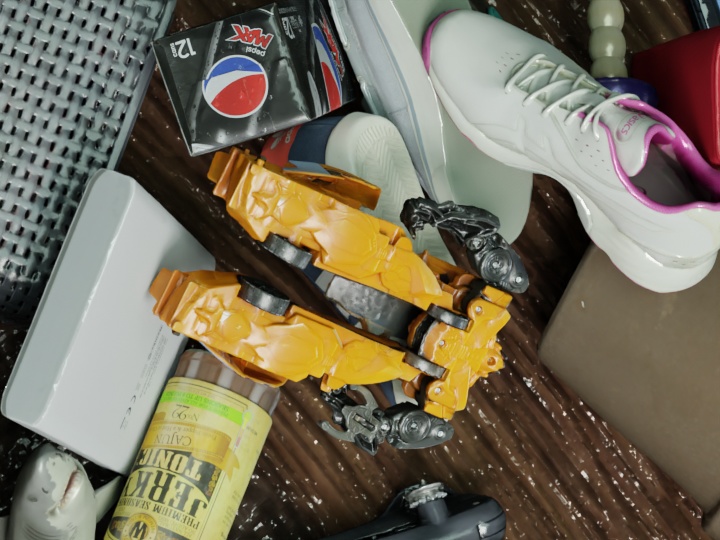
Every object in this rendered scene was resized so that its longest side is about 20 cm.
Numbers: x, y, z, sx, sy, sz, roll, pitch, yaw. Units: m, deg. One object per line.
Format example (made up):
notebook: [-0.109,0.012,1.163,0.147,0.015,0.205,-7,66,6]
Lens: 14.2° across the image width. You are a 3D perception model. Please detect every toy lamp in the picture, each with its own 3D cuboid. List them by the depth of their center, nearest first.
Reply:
toy lamp: [0.138,-0.149,1.637,0.058,0.058,0.201,2,71,-17]

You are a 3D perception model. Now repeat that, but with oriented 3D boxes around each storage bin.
storage bin: [-0.178,-0.078,1.523,0.093,0.135,0.201,22,83,-14]

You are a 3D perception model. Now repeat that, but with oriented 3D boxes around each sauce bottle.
sauce bottle: [-0.104,0.143,1.564,0.064,0.065,0.201,25,71,-15]

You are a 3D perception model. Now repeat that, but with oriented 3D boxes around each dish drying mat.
dish drying mat: [0.181,-0.091,1.599,0.018,0.200,0.077,-3,90,-7]

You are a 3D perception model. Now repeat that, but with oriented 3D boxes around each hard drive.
hard drive: [-0.128,0.032,1.510,0.026,0.200,0.133,20,83,13]

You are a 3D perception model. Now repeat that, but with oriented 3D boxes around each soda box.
soda box: [-0.052,-0.106,1.526,0.070,0.200,0.064,-16,95,9]

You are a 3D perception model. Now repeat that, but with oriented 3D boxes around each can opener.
can opener: [-0.010,0.168,1.608,0.199,0.063,0.079,-13,91,-17]

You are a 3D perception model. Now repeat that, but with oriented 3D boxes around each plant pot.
plant pot: [0.199,0.039,1.626,0.174,0.200,0.201,28,81,5]

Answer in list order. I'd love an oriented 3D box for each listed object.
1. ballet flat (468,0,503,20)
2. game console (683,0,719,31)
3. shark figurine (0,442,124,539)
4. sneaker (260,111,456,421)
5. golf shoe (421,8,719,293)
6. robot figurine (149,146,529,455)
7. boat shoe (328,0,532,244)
ballet flat: [0.050,-0.146,1.637,0.075,0.068,0.201,-23,98,10]
game console: [0.276,-0.203,1.672,0.172,0.119,0.201,-21,95,-16]
shark figurine: [-0.189,0.181,1.562,0.089,0.128,0.216,13,104,9]
sneaker: [0.000,0.000,1.617,0.075,0.084,0.201,-44,127,-44]
golf shoe: [0.121,-0.078,1.529,0.200,0.092,0.075,40,64,4]
robot figurine: [-0.005,0.014,1.522,0.199,0.058,0.146,23,98,-33]
boat shoe: [0.034,-0.104,1.603,0.070,0.071,0.202,-36,114,-33]
